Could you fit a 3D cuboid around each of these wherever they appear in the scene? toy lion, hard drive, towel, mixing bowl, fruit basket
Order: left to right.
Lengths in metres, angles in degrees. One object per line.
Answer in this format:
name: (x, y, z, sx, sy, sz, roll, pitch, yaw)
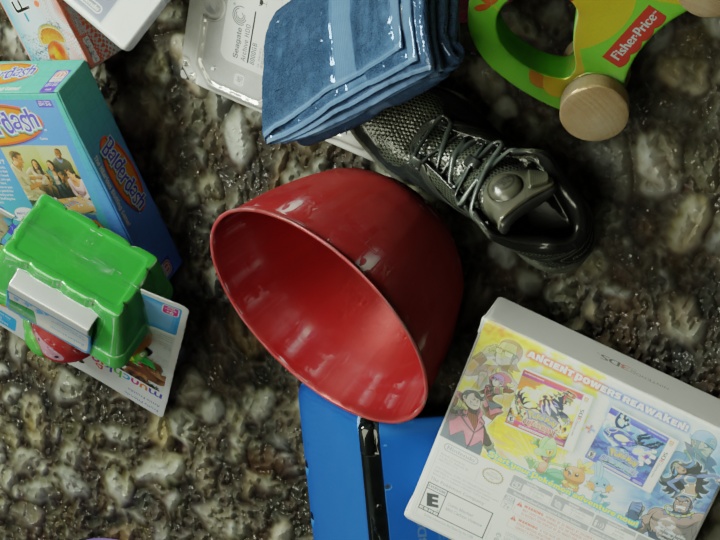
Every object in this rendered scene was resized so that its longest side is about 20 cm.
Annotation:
fruit basket: (-0.228, 0.036, 1.726, 0.185, 0.094, 0.200, 30, 146, 4)
hard drive: (-0.038, -0.174, 1.599, 0.199, 0.038, 0.140, 26, 120, 25)
towel: (-0.003, -0.158, 1.476, 0.200, 0.048, 0.112, -23, 63, 55)
mixing bowl: (0.000, 0.000, 1.574, 0.200, 0.108, 0.201, 33, 152, 20)
toy lion: (0.136, -0.202, 1.394, 0.191, 0.069, 0.200, 29, 129, -15)

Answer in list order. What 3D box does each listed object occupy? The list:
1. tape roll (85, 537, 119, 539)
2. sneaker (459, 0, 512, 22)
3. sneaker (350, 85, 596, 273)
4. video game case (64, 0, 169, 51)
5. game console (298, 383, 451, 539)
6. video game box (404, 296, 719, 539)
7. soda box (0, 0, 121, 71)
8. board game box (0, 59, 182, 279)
tape roll: (-0.225, 0.341, 1.898, 0.199, 0.085, 0.201, 13, 114, 31)
sneaker: (0.090, -0.257, 1.457, 0.088, 0.081, 0.201, 47, 132, 29)
sneaker: (0.076, -0.074, 1.492, 0.199, 0.114, 0.076, 38, 87, 7)
video game case: (-0.189, -0.292, 1.587, 0.200, 0.023, 0.183, 40, 99, 4)
game console: (0.041, 0.188, 1.697, 0.169, 0.118, 0.201, -5, 108, 3)
video game box: (0.151, 0.139, 1.554, 0.199, 0.047, 0.183, 25, 122, 7)
soda box: (-0.249, -0.248, 1.676, 0.063, 0.068, 0.201, -13, 109, 44)
board game box: (-0.245, -0.073, 1.733, 0.151, 0.045, 0.201, 4, 132, 33)
